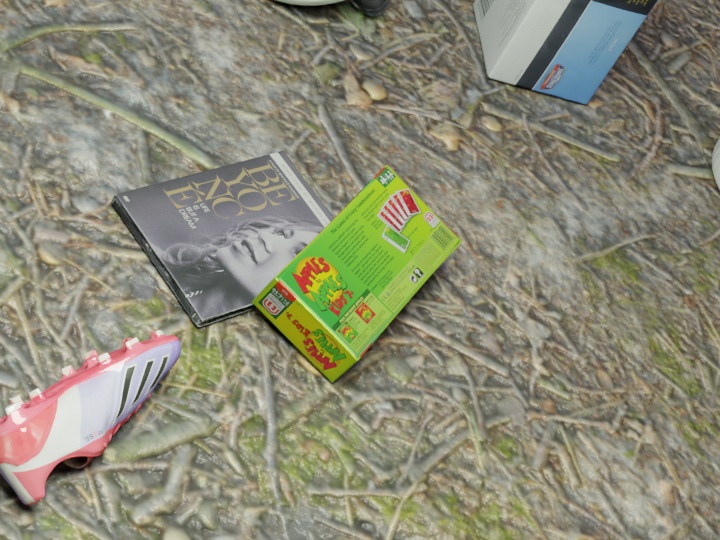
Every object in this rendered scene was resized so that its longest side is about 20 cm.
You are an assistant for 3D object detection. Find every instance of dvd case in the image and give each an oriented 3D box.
[{"bbox_3d":[-0.106,-0.033,1.474,0.199,0.016,0.149,-18,62,-41],"label":"dvd case"}]

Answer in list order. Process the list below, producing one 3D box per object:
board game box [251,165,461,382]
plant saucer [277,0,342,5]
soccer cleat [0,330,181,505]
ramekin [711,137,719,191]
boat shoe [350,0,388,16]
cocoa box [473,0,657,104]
[{"bbox_3d":[0.000,0.000,1.464,0.102,0.048,0.200,44,46,-1],"label":"board game box"},{"bbox_3d":[-0.047,-0.373,1.729,0.199,0.050,0.201,-3,59,4],"label":"plant saucer"},{"bbox_3d":[-0.208,0.109,1.264,0.200,0.066,0.077,-30,101,-50],"label":"soccer cleat"},{"bbox_3d":[0.496,-0.117,1.838,0.199,0.098,0.201,17,44,-17],"label":"ramekin"},{"bbox_3d":[-0.018,-0.361,1.791,0.071,0.068,0.201,-27,58,-3],"label":"boat shoe"},{"bbox_3d":[0.231,-0.307,1.783,0.130,0.200,0.134,12,45,-20],"label":"cocoa box"}]
